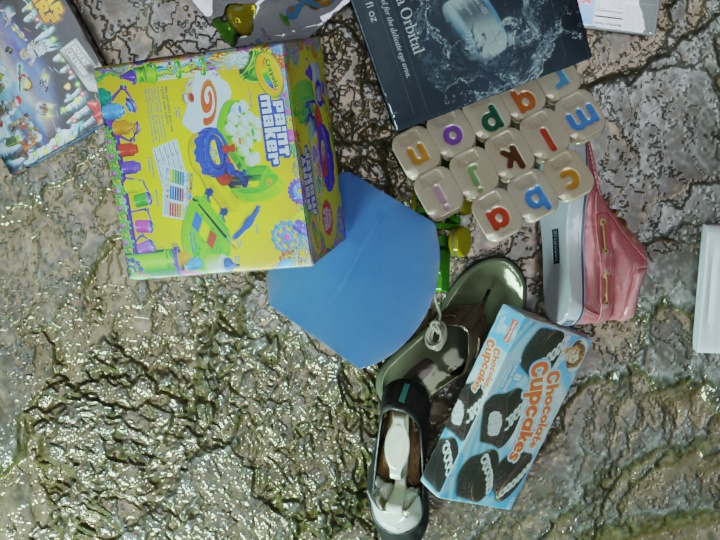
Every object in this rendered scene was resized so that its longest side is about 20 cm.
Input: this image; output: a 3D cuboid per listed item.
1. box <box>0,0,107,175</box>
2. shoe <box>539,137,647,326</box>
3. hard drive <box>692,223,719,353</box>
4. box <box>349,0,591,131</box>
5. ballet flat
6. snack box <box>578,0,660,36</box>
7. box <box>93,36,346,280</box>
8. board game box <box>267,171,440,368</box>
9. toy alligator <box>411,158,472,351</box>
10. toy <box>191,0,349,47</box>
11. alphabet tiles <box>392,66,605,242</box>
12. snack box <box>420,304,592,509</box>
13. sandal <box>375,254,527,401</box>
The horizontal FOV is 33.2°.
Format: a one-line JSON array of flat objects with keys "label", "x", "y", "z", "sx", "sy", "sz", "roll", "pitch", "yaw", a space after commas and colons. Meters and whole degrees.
[{"label": "box", "x": -0.336, "y": -0.216, "z": 1.202, "sx": 0.136, "sy": 0.040, "sz": 0.202, "roll": -28, "pitch": 98, "yaw": 3}, {"label": "shoe", "x": 0.236, "y": -0.046, "z": 1.224, "sx": 0.089, "sy": 0.071, "sz": 0.204, "roll": 0, "pitch": 89, "yaw": -21}, {"label": "hard drive", "x": 0.449, "y": 0.022, "z": 1.253, "sx": 0.196, "sy": 0.027, "sz": 0.134, "roll": 2, "pitch": 99, "yaw": 0}, {"label": "box", "x": 0.087, "y": -0.267, "z": 1.115, "sx": 0.197, "sy": 0.118, "sz": 0.199, "roll": -20, "pitch": 116, "yaw": 4}, {"label": "ballet flat", "x": 0.035, "y": 0.210, "z": 1.241, "sx": 0.067, "sy": 0.068, "sz": 0.203, "roll": 3, "pitch": 110, "yaw": 12}, {"label": "snack box", "x": 0.201, "y": -0.282, "z": 1.204, "sx": 0.196, "sy": 0.024, "sz": 0.073, "roll": 7, "pitch": 100, "yaw": -2}, {"label": "box", "x": -0.129, "y": -0.108, "z": 1.154, "sx": 0.189, "sy": 0.122, "sz": 0.204, "roll": -3, "pitch": 102, "yaw": 16}, {"label": "board game box", "x": 0.000, "y": 0.000, "z": 1.212, "sx": 0.199, "sy": 0.039, "sz": 0.160, "roll": 32, "pitch": 94, "yaw": 32}, {"label": "toy alligator", "x": 0.073, "y": -0.024, "z": 1.205, "sx": 0.059, "sy": 0.054, "sz": 0.204, "roll": 1, "pitch": 81, "yaw": 33}, {"label": "toy", "x": -0.063, "y": -0.297, "z": 1.189, "sx": 0.199, "sy": 0.047, "sz": 0.116, "roll": -39, "pitch": 101, "yaw": 10}, {"label": "alphabet tiles", "x": 0.135, "y": -0.133, "z": 1.188, "sx": 0.198, "sy": 0.015, "sz": 0.197, "roll": -28, "pitch": 69, "yaw": -2}, {"label": "snack box", "x": 0.150, "y": 0.142, "z": 1.234, "sx": 0.115, "sy": 0.037, "sz": 0.203, "roll": 17, "pitch": 100, "yaw": -41}, {"label": "sandal", "x": 0.098, "y": 0.073, "z": 1.242, "sx": 0.080, "sy": 0.057, "sz": 0.201, "roll": 41, "pitch": 97, "yaw": -6}]
